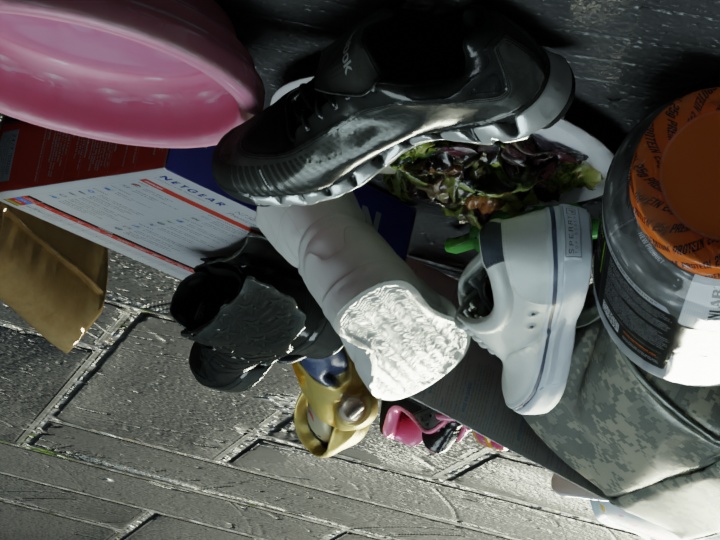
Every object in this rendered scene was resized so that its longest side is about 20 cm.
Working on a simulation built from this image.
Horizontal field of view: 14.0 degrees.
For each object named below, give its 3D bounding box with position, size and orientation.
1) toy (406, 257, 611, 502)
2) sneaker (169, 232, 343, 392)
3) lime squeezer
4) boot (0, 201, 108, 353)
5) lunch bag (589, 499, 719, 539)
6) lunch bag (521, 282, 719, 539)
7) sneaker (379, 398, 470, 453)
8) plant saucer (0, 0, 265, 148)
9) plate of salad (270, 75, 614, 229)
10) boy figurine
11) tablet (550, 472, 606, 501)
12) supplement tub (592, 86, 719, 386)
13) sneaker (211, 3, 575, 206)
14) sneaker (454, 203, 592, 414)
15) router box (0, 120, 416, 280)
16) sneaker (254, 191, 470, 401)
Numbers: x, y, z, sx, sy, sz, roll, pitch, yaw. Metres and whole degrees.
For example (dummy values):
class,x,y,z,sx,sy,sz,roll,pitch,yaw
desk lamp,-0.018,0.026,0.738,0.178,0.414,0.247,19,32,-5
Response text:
class,x,y,z,sx,sy,sz,roll,pitch,yaw
toy,0.099,0.085,1.910,0.200,0.115,0.047,25,133,-9
sneaker,-0.080,0.027,1.844,0.104,0.060,0.200,19,159,-31
lime squeezer,0.112,-0.019,1.750,0.200,0.038,0.071,-4,155,40
boot,-0.226,0.009,1.874,0.066,0.175,0.200,-2,157,21
lunch bag,0.263,0.140,2.045,0.169,0.127,0.200,6,173,28
lunch bag,0.193,0.066,1.799,0.168,0.140,0.200,27,161,-14
sneaker,0.076,0.081,2.031,0.079,0.096,0.200,22,160,-27
plant saucer,-0.146,-0.123,1.558,0.200,0.051,0.201,12,164,3
plate of salad,0.045,-0.063,1.629,0.200,0.048,0.200,11,164,3
boy figurine,-0.033,0.067,2.061,0.124,0.064,0.200,51,170,26
tablet,0.236,0.107,1.947,0.200,0.130,0.014,5,141,26
supplement tub,0.185,-0.019,1.536,0.122,0.123,0.200,11,165,5
sneaker,0.002,-0.092,1.492,0.200,0.067,0.091,-15,143,23
sneaker,0.089,0.020,1.708,0.071,0.073,0.200,2,147,-2
router box,-0.098,-0.042,1.808,0.200,0.049,0.179,25,160,-39
sneaker,0.000,0.000,1.726,0.074,0.116,0.200,-33,156,-1
